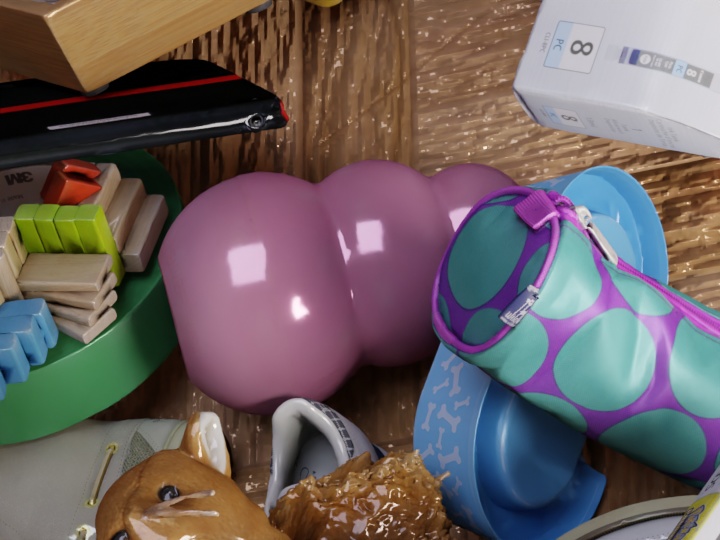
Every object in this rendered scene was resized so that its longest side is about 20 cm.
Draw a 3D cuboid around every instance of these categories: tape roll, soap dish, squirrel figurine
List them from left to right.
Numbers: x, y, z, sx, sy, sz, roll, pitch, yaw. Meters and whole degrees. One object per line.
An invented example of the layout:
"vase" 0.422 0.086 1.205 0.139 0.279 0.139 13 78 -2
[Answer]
"tape roll" -0.187 0.007 1.437 0.199 0.048 0.201 -9 43 9
"soap dish" -0.150 -0.168 1.478 0.157 0.082 0.200 -30 26 -25
"squirrel figurine" -0.028 0.152 1.196 0.186 0.200 0.142 36 112 18

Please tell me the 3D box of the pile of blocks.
"pile of blocks" -0.178 0.006 1.339 0.082 0.062 0.200 21 54 36

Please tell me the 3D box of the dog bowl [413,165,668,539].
"dog bowl" 0.087 0.043 1.307 0.049 0.111 0.201 4 64 41

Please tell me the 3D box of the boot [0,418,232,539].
"boot" -0.167 0.158 1.367 0.154 0.072 0.201 8 61 25

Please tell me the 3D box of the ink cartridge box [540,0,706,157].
"ink cartridge box" 0.203 -0.183 1.395 0.200 0.083 0.145 -41 56 -3

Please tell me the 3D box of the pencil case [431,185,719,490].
"pencil case" 0.133 0.038 1.234 0.092 0.199 0.085 -49 29 24

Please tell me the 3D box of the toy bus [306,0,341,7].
"toy bus" -0.018 -0.278 1.476 0.135 0.192 0.200 34 80 32

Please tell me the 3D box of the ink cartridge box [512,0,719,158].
"ink cartridge box" 0.191 -0.135 1.297 0.199 0.047 0.161 11 70 29

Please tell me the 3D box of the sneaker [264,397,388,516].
"sneaker" -0.017 0.161 1.298 0.076 0.081 0.201 -15 59 12

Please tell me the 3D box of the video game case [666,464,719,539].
"video game case" 0.193 0.189 1.107 0.025 0.200 0.181 -36 7 45

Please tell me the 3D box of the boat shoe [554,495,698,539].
"boat shoe" 0.166 0.147 1.233 0.199 0.075 0.069 -17 52 12

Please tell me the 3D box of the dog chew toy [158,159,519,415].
"dog chew toy" 0.000 0.000 1.360 0.199 0.125 0.125 -14 57 -5

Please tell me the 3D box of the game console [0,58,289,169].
"game console" -0.153 -0.078 1.420 0.199 0.031 0.177 -10 15 -16
